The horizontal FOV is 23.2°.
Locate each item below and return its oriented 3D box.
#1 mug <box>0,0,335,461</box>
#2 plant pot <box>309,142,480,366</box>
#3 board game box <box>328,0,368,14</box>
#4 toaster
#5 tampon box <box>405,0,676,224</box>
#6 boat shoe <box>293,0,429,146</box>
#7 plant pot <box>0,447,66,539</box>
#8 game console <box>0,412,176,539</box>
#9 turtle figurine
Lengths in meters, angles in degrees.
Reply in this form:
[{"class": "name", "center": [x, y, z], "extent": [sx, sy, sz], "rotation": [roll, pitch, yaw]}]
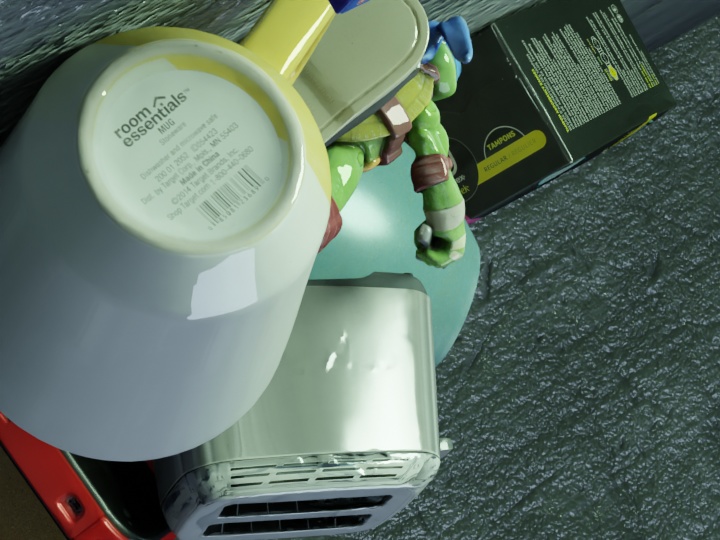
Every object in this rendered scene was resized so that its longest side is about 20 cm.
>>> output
[{"class": "mug", "center": [-0.081, -0.035, 0.683], "extent": [0.149, 0.188, 0.153], "rotation": [5, 159, -16]}, {"class": "plant pot", "center": [0.000, 0.000, 1.161], "extent": [0.200, 0.134, 0.201], "rotation": [-158, -90, -77]}, {"class": "board game box", "center": [0.065, -0.151, 0.509], "extent": [0.134, 0.045, 0.200], "rotation": [-29, 179, -21]}, {"class": "toaster", "center": [-0.045, 0.077, 0.989], "extent": [0.199, 0.130, 0.114], "rotation": [0, 154, -22]}, {"class": "tampon box", "center": [0.135, -0.134, 1.434], "extent": [0.150, 0.127, 0.200], "rotation": [-31, 179, 40]}, {"class": "boat shoe", "center": [-0.055, -0.065, 0.829], "extent": [0.200, 0.073, 0.063], "rotation": [-34, 177, -10]}, {"class": "plant pot", "center": [-0.252, 0.123, 1.099], "extent": [0.186, 0.201, 0.186], "rotation": [-29, 180, 0]}, {"class": "game console", "center": [-0.165, 0.074, 1.013], "extent": [0.031, 0.200, 0.177], "rotation": [-36, 178, 13]}, {"class": "turtle figurine", "center": [-0.022, -0.039, 0.946], "extent": [0.194, 0.144, 0.200], "rotation": [-35, 180, -39]}]
